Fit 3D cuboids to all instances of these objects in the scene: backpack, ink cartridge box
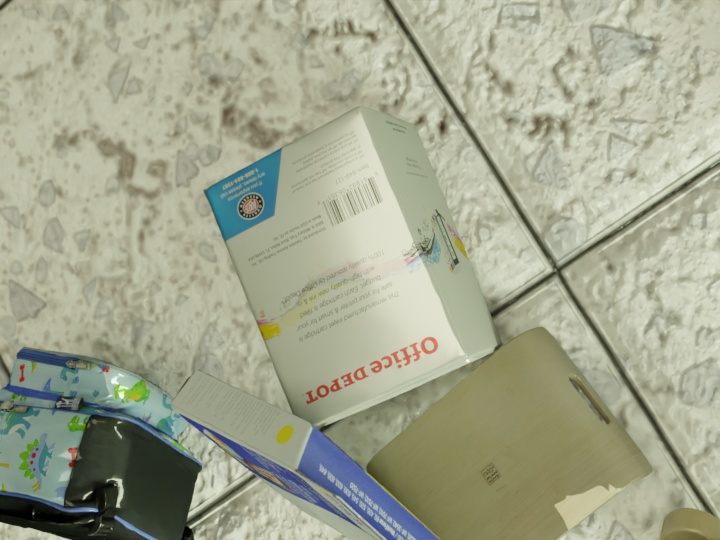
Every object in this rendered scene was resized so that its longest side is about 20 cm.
[{"bbox_3d":[-0.250,0.151,0.993,0.197,0.183,0.149,4,69,22],"label":"backpack"},{"bbox_3d":[-0.020,0.162,0.866,0.198,0.198,0.047,16,65,45],"label":"ink cartridge box"},{"bbox_3d":[0.000,0.000,0.916,0.146,0.144,0.203,-24,83,18],"label":"ink cartridge box"}]

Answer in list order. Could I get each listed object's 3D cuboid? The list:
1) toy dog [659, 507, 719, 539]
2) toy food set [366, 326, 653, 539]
[{"bbox_3d":[0.305,0.240,0.838,0.198,0.097,0.132,12,54,46],"label":"toy dog"},{"bbox_3d":[0.113,0.162,0.933,0.200,0.060,0.144,-42,67,14],"label":"toy food set"}]
